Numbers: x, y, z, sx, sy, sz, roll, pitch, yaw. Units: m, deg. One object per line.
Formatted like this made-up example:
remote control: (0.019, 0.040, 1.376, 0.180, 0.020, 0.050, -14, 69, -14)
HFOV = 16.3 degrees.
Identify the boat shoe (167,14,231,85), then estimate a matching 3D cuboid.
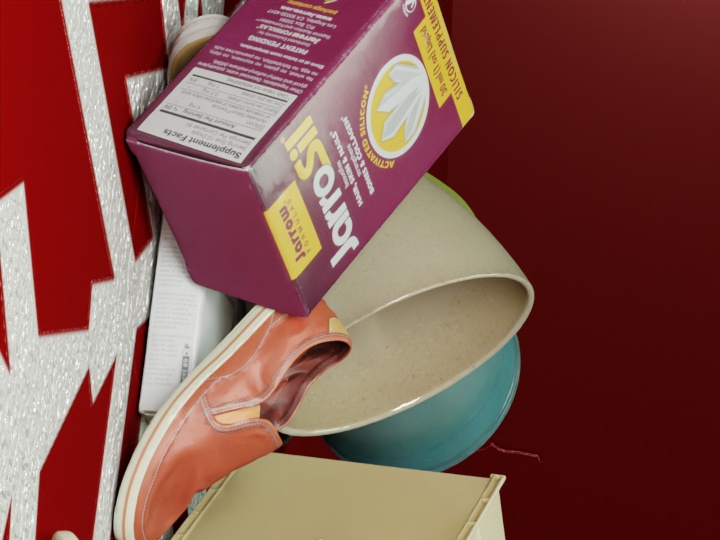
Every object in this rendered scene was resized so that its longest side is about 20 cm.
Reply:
boat shoe: (-0.089, -0.131, 1.669, 0.200, 0.070, 0.070, 69, 11, -69)

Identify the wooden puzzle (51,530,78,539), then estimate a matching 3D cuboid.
wooden puzzle: (-0.162, 0.271, 1.358, 0.186, 0.037, 0.201, 84, 7, -51)

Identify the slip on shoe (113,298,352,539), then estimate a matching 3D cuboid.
slip on shoe: (-0.080, 0.095, 1.549, 0.200, 0.061, 0.074, -49, 157, -14)

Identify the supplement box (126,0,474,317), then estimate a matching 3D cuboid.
supplement box: (-0.034, -0.093, 1.562, 0.200, 0.103, 0.131, -51, 140, -28)

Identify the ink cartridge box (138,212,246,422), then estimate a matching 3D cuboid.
ink cartridge box: (-0.104, 0.018, 1.688, 0.200, 0.040, 0.202, 66, 28, -76)

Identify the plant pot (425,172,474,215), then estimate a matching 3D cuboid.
plant pot: (-0.017, -0.026, 1.937, 0.200, 0.186, 0.189, 45, 46, -63)

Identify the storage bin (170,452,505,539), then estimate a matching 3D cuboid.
storage bin: (-0.021, 0.213, 1.649, 0.199, 0.199, 0.094, -53, 142, -52)

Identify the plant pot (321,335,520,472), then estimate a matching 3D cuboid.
plant pot: (0.016, 0.053, 2.163, 0.188, 0.199, 0.201, 51, 40, -56)

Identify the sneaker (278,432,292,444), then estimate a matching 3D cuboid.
sneaker: (-0.065, 0.057, 1.839, 0.201, 0.070, 0.100, 101, -5, -50)

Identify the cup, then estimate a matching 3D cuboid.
cup: (0.000, 0.000, 1.715, 0.201, 0.199, 0.144, 76, -11, -68)
